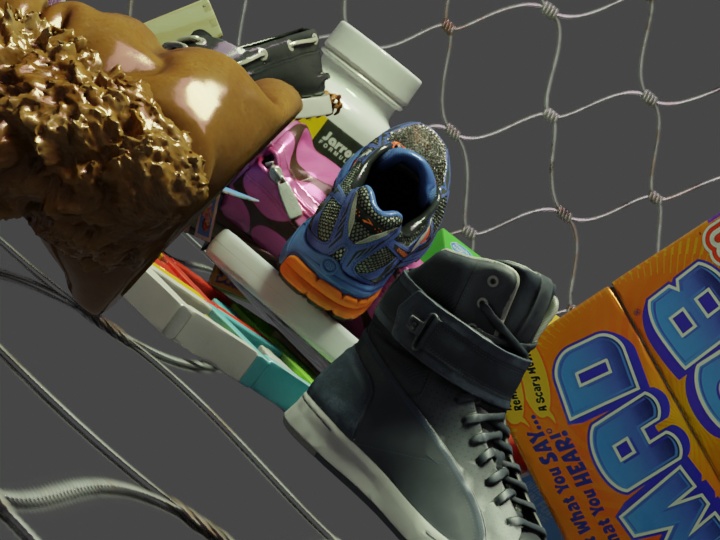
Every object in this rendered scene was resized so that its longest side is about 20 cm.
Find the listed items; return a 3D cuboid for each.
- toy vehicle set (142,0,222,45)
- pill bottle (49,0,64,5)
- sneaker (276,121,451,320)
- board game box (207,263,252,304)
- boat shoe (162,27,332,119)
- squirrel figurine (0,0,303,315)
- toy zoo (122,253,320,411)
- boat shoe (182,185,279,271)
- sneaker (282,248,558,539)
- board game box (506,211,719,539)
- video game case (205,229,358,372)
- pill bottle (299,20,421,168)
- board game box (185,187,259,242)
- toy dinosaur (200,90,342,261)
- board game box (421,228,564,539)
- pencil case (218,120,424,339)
[{"bbox_3d":[-0.166,-0.138,1.374,0.200,0.123,0.027,-174,-119,-79],"label":"toy vehicle set"},{"bbox_3d":[-0.292,-0.223,1.520,0.112,0.113,0.200,38,3,4],"label":"pill bottle"},{"bbox_3d":[0.021,-0.042,1.203,0.075,0.079,0.200,38,30,-5],"label":"sneaker"},{"bbox_3d":[-0.038,0.022,1.431,0.095,0.030,0.200,21,-2,10],"label":"board game box"},{"bbox_3d":[-0.094,-0.118,1.259,0.199,0.061,0.074,-10,6,-44],"label":"boat shoe"},{"bbox_3d":[-0.145,-0.084,0.912,0.187,0.142,0.200,45,11,-3],"label":"squirrel figurine"},{"bbox_3d":[-0.085,0.026,1.115,0.200,0.021,0.131,36,3,-40],"label":"toy zoo"},{"bbox_3d":[-0.084,-0.049,1.359,0.199,0.074,0.076,23,0,-18],"label":"boat shoe"},{"bbox_3d":[0.070,0.079,1.021,0.202,0.146,0.077,41,3,28],"label":"sneaker"},{"bbox_3d":[0.232,0.113,1.276,0.200,0.199,0.201,32,28,-60],"label":"board game box"},{"bbox_3d":[0.007,0.072,1.217,0.200,0.023,0.182,39,-6,28],"label":"video game case"},{"bbox_3d":[-0.043,-0.093,1.617,0.111,0.201,0.111,36,4,-3],"label":"pill bottle"},{"bbox_3d":[-0.161,-0.058,1.210,0.157,0.039,0.199,18,3,-38],"label":"board game box"},{"bbox_3d":[-0.104,-0.093,1.463,0.101,0.137,0.200,19,-30,-27],"label":"toy dinosaur"},{"bbox_3d":[0.103,0.085,1.425,0.153,0.040,0.201,35,31,-32],"label":"board game box"},{"bbox_3d":[0.000,0.000,1.279,0.200,0.091,0.094,43,-15,7],"label":"pencil case"}]
